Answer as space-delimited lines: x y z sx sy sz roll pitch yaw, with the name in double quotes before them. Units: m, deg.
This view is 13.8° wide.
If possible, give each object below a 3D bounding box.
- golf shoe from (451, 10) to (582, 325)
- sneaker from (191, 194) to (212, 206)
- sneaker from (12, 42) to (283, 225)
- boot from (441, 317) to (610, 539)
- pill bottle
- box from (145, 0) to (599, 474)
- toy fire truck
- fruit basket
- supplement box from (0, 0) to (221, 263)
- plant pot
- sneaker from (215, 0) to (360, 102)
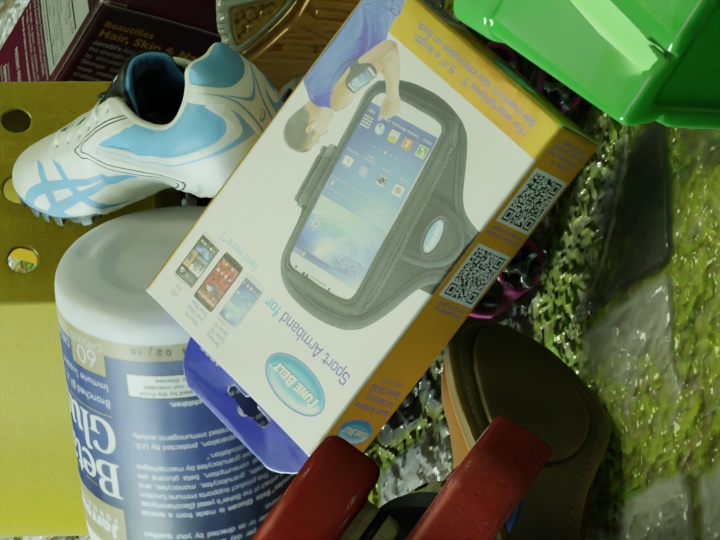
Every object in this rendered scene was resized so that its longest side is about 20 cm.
"golf shoe" 0.056 -0.079 1.332 0.092 0.072 0.201 35 109 62
"sneaker" -0.066 -0.059 1.517 0.070 0.099 0.201 38 111 62
"sneaker" -0.102 -0.066 1.385 0.200 0.072 0.073 -9 111 53
"boot" 0.048 0.132 1.258 0.200 0.073 0.155 -104 34 -45
"pill bottle" -0.081 0.080 1.417 0.111 0.111 0.201 -128 28 -56
"box" -0.004 -0.013 1.267 0.119 0.041 0.200 43 99 31
"toy fire truck" 0.007 0.134 1.123 0.200 0.112 0.168 -57 -3 18
"fruit basket" 0.128 -0.180 1.184 0.215 0.155 0.217 0 90 49
"supplement box" -0.142 -0.096 1.666 0.200 0.110 0.086 -53 35 36
"plant pot" -0.179 0.009 1.536 0.177 0.199 0.201 103 164 -56
"sneaker" -0.033 -0.110 1.428 0.088 0.075 0.201 -84 4 -70
